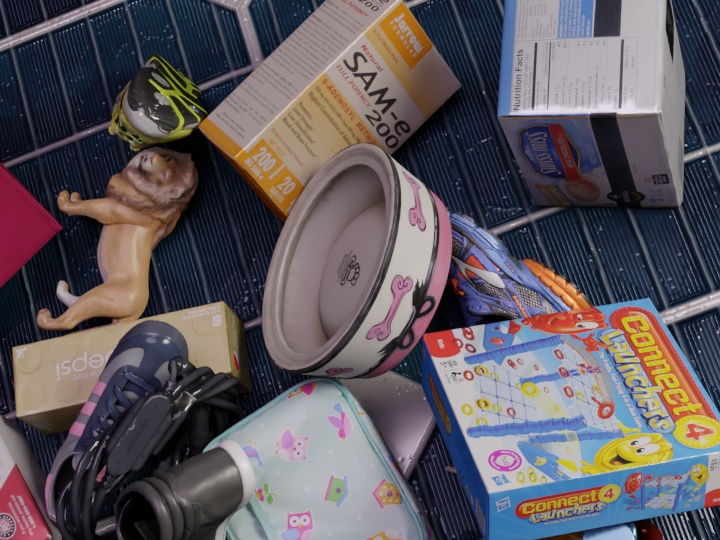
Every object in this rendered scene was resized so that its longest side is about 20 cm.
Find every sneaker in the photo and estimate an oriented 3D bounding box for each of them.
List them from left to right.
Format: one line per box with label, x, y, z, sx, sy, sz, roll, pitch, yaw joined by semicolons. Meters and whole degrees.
sneaker;-0.204;0.134;1.514;0.070;0.082;0.200;26;118;-8
sneaker;-0.185;-0.136;1.613;0.075;0.200;0.076;39;99;-8
sneaker;-0.158;0.206;1.454;0.099;0.200;0.071;-19;67;-30
sneaker;0.101;0.009;1.532;0.200;0.075;0.079;33;84;24

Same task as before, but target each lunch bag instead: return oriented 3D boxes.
lunch bag;-0.037;0.202;1.493;0.160;0.077;0.200;-30;65;2

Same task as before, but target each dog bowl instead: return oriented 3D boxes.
dog bowl;0.000;0.000;1.498;0.200;0.074;0.201;-40;38;41

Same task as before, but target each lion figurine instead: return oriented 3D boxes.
lion figurine;-0.215;-0.014;1.633;0.122;0.072;0.201;6;86;9

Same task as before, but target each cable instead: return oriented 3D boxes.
cable;-0.177;0.162;1.499;0.051;0.163;0.200;33;93;18

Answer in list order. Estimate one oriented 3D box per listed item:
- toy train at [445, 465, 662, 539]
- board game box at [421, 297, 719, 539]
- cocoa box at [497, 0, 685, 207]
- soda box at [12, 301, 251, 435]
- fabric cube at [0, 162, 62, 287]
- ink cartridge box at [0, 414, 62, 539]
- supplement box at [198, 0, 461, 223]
toy train;0.139;0.193;1.430;0.199;0.116;0.085;27;78;22
board game box;0.165;0.113;1.405;0.195;0.056;0.200;-9;36;-10
cocoa box;0.194;-0.147;1.494;0.131;0.200;0.134;0;71;15
soda box;-0.201;0.087;1.586;0.199;0.064;0.068;-12;68;9
fabric cube;-0.426;-0.063;1.598;0.199;0.200;0.196;-44;43;-4
ink cartridge box;-0.364;0.234;1.563;0.200;0.083;0.147;-34;67;0
supplement box;-0.025;-0.144;1.583;0.200;0.126;0.074;-45;44;-4
